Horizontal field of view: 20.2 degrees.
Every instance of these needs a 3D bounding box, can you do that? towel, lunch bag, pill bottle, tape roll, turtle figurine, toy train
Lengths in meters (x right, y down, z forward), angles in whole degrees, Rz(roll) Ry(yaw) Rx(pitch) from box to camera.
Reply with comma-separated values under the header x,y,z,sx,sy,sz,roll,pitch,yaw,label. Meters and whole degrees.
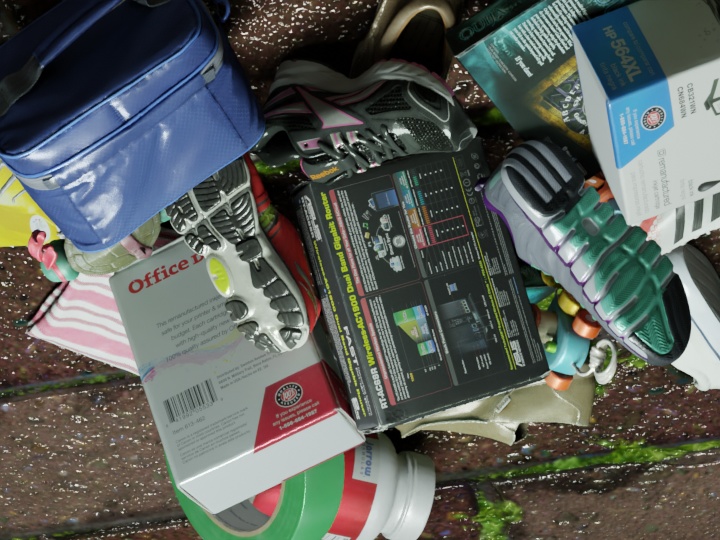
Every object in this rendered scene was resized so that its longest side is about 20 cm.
x,y,z,sx,sy,sz,roll,pitch,yaw,label
-0.189,0.031,1.773,0.146,0.030,0.200,23,137,-24,towel
-0.173,-0.131,1.456,0.199,0.136,0.132,-36,137,1,lunch bag
-0.036,0.196,1.910,0.198,0.113,0.112,14,140,-16,pill bottle
-0.096,0.154,1.765,0.048,0.201,0.200,-11,155,-42,tape roll
-0.192,-0.048,1.588,0.199,0.101,0.150,-32,140,5,turtle figurine
0.171,-0.008,1.611,0.055,0.202,0.150,14,164,-16,toy train

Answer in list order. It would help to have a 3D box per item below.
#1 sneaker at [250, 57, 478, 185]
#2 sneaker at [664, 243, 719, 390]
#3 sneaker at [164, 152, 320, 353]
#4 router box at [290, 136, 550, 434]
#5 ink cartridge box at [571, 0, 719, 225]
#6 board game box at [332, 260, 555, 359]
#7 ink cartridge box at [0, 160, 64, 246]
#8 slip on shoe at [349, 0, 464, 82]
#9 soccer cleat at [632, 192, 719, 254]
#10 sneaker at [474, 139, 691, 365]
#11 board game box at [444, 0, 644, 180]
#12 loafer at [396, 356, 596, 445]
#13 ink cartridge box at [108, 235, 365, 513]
x,y,z,sx,sy,sz,roll,pitch,yaw,label
-0.003,-0.098,1.490,0.199,0.087,0.080,6,146,47,sneaker
0.289,0.052,1.753,0.070,0.073,0.200,-19,138,18,sneaker
-0.090,-0.034,1.550,0.077,0.085,0.201,-19,99,23,sneaker
0.046,0.011,1.575,0.149,0.202,0.062,-15,176,-19,router box
0.265,-0.137,1.465,0.199,0.085,0.146,-20,141,0,ink cartridge box
0.060,0.050,1.733,0.135,0.028,0.200,-3,154,-46,board game box
-0.349,-0.091,1.611,0.198,0.047,0.198,-5,142,3,ink cartridge box
0.036,-0.153,1.510,0.075,0.061,0.201,9,141,-10,slip on shoe
0.260,-0.050,1.633,0.085,0.069,0.200,21,133,-17,soccer cleat
0.170,-0.009,1.539,0.200,0.074,0.087,53,154,-3,sneaker
0.164,-0.149,1.496,0.135,0.028,0.200,-32,140,12,board game box
0.121,0.128,1.838,0.198,0.068,0.076,-14,175,17,loafer
-0.100,0.070,1.635,0.145,0.201,0.083,-25,152,7,ink cartridge box
